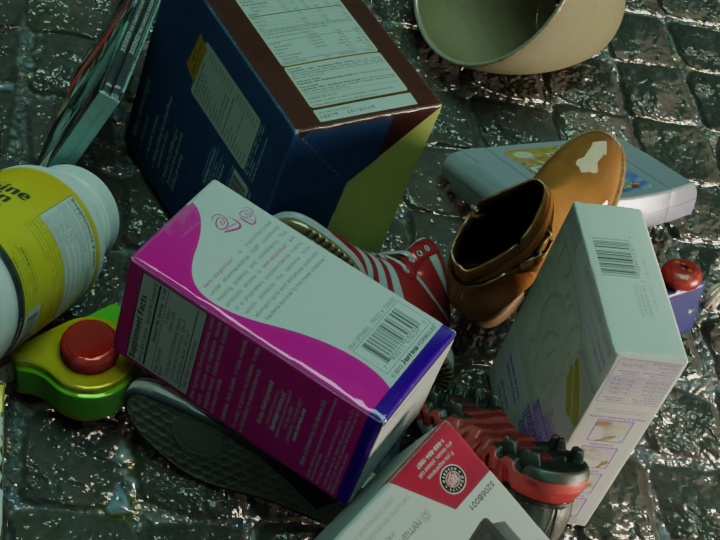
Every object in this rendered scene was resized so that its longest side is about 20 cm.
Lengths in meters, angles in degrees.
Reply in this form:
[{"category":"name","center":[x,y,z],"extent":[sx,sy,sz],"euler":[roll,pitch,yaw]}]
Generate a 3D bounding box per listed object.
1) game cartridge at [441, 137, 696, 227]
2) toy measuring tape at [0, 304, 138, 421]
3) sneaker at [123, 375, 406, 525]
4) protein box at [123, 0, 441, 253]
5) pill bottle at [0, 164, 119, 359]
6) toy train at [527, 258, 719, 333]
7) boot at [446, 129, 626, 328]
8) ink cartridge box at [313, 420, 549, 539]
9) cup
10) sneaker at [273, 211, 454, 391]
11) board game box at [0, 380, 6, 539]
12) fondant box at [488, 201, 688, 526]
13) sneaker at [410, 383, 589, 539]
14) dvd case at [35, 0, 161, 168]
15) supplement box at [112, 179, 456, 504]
[{"category":"game cartridge","center":[0.188,-0.074,1.469],"extent":[0.199,0.042,0.133],"euler":[-7,24,-28]},{"category":"toy measuring tape","center":[-0.220,0.086,1.168],"extent":[0.199,0.074,0.074],"euler":[-28,62,-28]},{"category":"sneaker","center":[-0.059,0.090,1.210],"extent":[0.201,0.077,0.147],"euler":[24,49,-5]},{"category":"protein box","center":[-0.069,-0.115,1.320],"extent":[0.134,0.199,0.200],"euler":[-13,54,-32]},{"category":"pill bottle","center":[-0.250,-0.010,1.190],"extent":[0.112,0.112,0.200],"euler":[29,25,7]},{"category":"toy train","center":[0.237,0.008,1.418],"extent":[0.199,0.085,0.116],"euler":[-16,42,-33]},{"category":"boot","center":[0.135,-0.051,1.300],"extent":[0.200,0.155,0.077],"euler":[-45,72,-6]},{"category":"ink cartridge box","center":[0.065,0.224,1.090],"extent":[0.200,0.083,0.145],"euler":[48,48,0]},{"category":"cup","center":[0.169,-0.267,1.591],"extent":[0.143,0.200,0.201],"euler":[19,36,-45]},{"category":"sneaker","center":[0.000,0.000,1.293],"extent":[0.200,0.071,0.113],"euler":[43,33,-28]},{"category":"board game box","center":[-0.325,0.148,1.049],"extent":[0.199,0.057,0.166],"euler":[5,57,-18]},{"category":"fondant box","center":[0.161,0.071,1.232],"extent":[0.058,0.201,0.145],"euler":[5,46,-15]},{"category":"sneaker","center":[0.085,0.145,1.211],"extent":[0.070,0.098,0.200],"euler":[2,16,-31]},{"category":"dvd case","center":[-0.208,-0.155,1.345],"extent":[0.022,0.146,0.201],"euler":[30,41,-16]},{"category":"supplement box","center":[-0.055,0.046,1.128],"extent":[0.199,0.104,0.101],"euler":[34,48,11]}]
